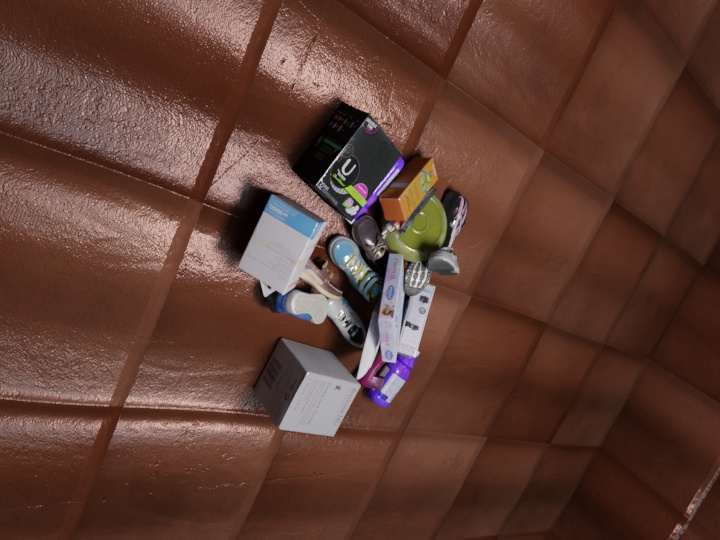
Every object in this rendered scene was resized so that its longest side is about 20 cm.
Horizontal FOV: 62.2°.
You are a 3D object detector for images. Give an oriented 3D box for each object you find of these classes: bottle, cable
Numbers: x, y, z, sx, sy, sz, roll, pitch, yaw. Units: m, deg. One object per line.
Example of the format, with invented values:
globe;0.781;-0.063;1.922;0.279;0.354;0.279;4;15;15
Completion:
bottle;0.104;0.316;1.817;0.083;0.065;0.202;36;91;-43
bottle;0.024;-0.207;1.471;0.065;0.084;0.201;40;92;-7
cable;0.129;-0.156;1.504;0.050;0.097;0.201;41;72;-7

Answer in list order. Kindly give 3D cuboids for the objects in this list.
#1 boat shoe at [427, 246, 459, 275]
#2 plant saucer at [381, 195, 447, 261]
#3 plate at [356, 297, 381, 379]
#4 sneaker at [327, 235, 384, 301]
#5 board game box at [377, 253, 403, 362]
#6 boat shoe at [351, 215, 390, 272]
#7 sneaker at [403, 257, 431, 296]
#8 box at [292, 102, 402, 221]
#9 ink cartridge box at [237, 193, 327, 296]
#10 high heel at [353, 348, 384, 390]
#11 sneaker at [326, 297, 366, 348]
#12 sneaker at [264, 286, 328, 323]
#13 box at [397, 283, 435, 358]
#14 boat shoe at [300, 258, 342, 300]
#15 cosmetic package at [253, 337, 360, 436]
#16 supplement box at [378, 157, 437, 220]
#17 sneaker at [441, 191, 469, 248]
boat shoe;0.223;-0.030;1.590;0.201;0.072;0.067;20;68;-67
plant saucer;0.149;-0.128;1.575;0.193;0.031;0.208;2;86;-21
plate;0.041;0.172;1.638;0.031;0.200;0.206;16;111;7
sneaker;0.000;0.000;1.534;0.079;0.130;0.201;-44;132;-4
board game box;0.083;0.100;1.560;0.040;0.205;0.203;5;142;10
boat shoe;0.040;-0.067;1.546;0.074;0.073;0.201;-44;143;-6
sneaker;0.152;-0.030;1.636;0.075;0.088;0.207;15;84;-18
box;-0.029;-0.251;1.379;0.202;0.124;0.148;-52;132;-2
ink cartridge box;-0.179;-0.050;1.344;0.123;0.129;0.204;29;98;3
high heel;0.041;0.246;1.755;0.093;0.067;0.207;15;85;0
sneaker;-0.037;0.137;1.622;0.072;0.072;0.201;-43;130;-6
sneaker;-0.163;0.079;1.492;0.199;0.108;0.079;21;84;-64
box;0.146;0.138;1.682;0.058;0.117;0.207;17;83;-4
boat shoe;-0.103;0.006;1.504;0.199;0.072;0.073;38;92;-36
cosmetic package;-0.141;0.309;1.574;0.197;0.166;0.171;22;101;-42
supplement box;0.123;-0.208;1.501;0.201;0.067;0.068;-53;133;-40
sneaker;0.260;-0.120;1.702;0.085;0.080;0.205;1;120;-48
